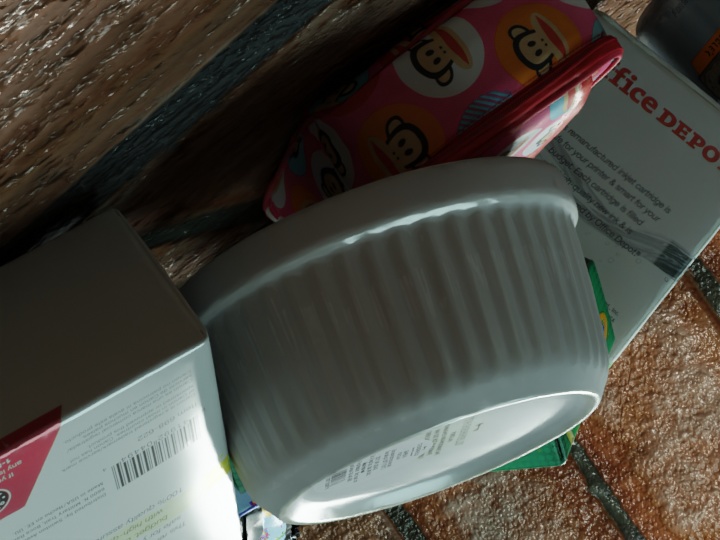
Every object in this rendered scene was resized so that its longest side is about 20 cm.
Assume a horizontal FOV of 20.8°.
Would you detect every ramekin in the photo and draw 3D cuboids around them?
[{"bbox_3d":[0.020,0.039,0.902,0.198,0.106,0.200,-19,165,-5],"label":"ramekin"}]

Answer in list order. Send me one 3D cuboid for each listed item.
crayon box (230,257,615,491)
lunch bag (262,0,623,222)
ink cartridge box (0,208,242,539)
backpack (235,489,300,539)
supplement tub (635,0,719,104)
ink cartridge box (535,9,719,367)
[{"bbox_3d":[0.028,0.057,1.072,0.198,0.059,0.119,-8,-152,26],"label":"crayon box"},{"bbox_3d":[0.046,-0.076,0.987,0.176,0.082,0.200,-37,175,-19],"label":"lunch bag"},{"bbox_3d":[-0.138,0.088,0.866,0.144,0.084,0.201,-30,150,-18],"label":"ink cartridge box"},{"bbox_3d":[-0.128,0.169,1.455,0.181,0.135,0.200,-26,170,-15],"label":"backpack"},{"bbox_3d":[0.276,-0.120,1.203,0.122,0.200,0.123,-44,172,-8],"label":"supplement tub"},{"bbox_3d":[0.129,-0.034,1.175,0.200,0.146,0.083,-51,175,3],"label":"ink cartridge box"}]
